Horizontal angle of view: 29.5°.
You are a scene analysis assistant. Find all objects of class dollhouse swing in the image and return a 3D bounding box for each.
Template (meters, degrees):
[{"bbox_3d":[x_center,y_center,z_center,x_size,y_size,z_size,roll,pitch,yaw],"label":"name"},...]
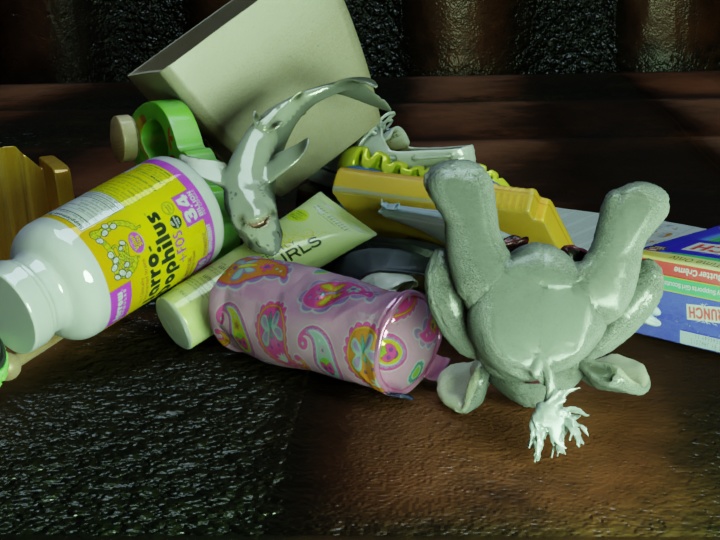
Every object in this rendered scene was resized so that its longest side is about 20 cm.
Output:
[{"bbox_3d":[-0.356,-0.039,1.271,0.199,0.183,0.176,-7,-5,-24],"label":"dollhouse swing"}]

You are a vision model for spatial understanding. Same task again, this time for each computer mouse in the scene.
[{"bbox_3d":[0.000,0.000,1.266,0.199,0.053,0.138,6,-11,25],"label":"computer mouse"}]

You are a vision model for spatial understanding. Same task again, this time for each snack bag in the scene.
[{"bbox_3d":[0.127,-0.006,1.135,0.199,0.022,0.188,25,-3,-21],"label":"snack bag"}]

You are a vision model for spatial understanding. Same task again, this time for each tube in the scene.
[{"bbox_3d":[-0.084,-0.005,1.180,0.200,0.058,0.052,-33,5,-28],"label":"tube"}]

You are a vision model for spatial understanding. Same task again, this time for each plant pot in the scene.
[{"bbox_3d":[-0.096,-0.187,1.410,0.200,0.177,0.200,-37,17,-12],"label":"plant pot"}]

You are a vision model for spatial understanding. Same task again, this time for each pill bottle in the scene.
[{"bbox_3d":[-0.212,-0.011,1.116,0.104,0.105,0.200,10,33,40],"label":"pill bottle"}]

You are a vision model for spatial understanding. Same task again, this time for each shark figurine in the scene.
[{"bbox_3d":[-0.071,-0.099,1.216,0.128,0.090,0.215,20,60,23],"label":"shark figurine"}]

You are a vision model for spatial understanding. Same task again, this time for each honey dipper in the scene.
[{"bbox_3d":[-0.253,0.049,1.154,0.038,0.038,0.200,3,18,19],"label":"honey dipper"}]

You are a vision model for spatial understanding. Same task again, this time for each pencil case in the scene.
[{"bbox_3d":[-0.028,0.042,1.065,0.199,0.088,0.087,12,19,40],"label":"pencil case"}]

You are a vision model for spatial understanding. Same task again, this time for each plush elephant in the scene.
[{"bbox_3d":[0.124,0.034,0.956,0.164,0.201,0.155,0,-9,0],"label":"plush elephant"}]

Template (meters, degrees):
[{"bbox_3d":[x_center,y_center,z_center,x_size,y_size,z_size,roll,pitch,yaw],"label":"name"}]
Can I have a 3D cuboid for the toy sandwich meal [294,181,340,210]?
[{"bbox_3d":[0.026,-0.054,1.460,0.204,0.071,0.205,-2,14,0],"label":"toy sandwich meal"}]

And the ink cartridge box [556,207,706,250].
[{"bbox_3d":[0.241,-0.017,1.350,0.199,0.048,0.160,11,18,34],"label":"ink cartridge box"}]

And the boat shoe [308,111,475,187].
[{"bbox_3d":[0.029,-0.127,1.445,0.201,0.087,0.075,10,18,28],"label":"boat shoe"}]

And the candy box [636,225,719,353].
[{"bbox_3d":[0.347,0.013,1.143,0.199,0.078,0.169,-15,20,-40],"label":"candy box"}]

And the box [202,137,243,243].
[{"bbox_3d":[-0.152,-0.086,1.454,0.021,0.164,0.200,-41,24,-9],"label":"box"}]

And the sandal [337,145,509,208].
[{"bbox_3d":[0.058,-0.064,1.360,0.199,0.080,0.087,7,48,24],"label":"sandal"}]

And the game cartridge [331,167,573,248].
[{"bbox_3d":[0.095,-0.034,1.244,0.199,0.033,0.176,7,-22,25],"label":"game cartridge"}]

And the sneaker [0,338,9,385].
[{"bbox_3d":[-0.306,0.060,0.996,0.076,0.084,0.200,-19,16,-7],"label":"sneaker"}]

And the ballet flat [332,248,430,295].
[{"bbox_3d":[0.054,0.025,1.152,0.199,0.074,0.073,10,18,25],"label":"ballet flat"}]

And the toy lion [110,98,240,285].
[{"bbox_3d":[-0.168,-0.067,1.297,0.068,0.201,0.191,-10,-2,-28],"label":"toy lion"}]
